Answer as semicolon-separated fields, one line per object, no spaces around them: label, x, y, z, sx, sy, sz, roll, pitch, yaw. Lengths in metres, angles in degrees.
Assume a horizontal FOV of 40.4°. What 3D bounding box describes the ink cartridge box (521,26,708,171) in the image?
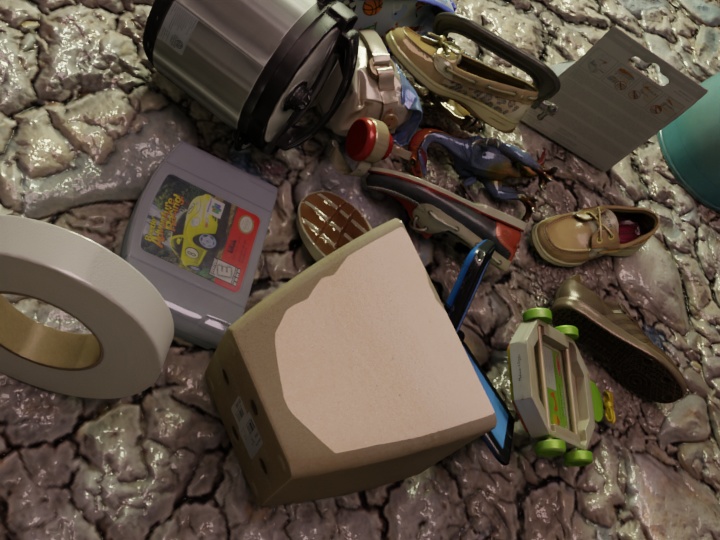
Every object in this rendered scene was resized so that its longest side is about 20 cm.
ink cartridge box;0.324;-0.229;1.277;0.159;0.200;0.048;28;52;-16

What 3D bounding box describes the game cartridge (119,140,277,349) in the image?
game cartridge;-0.163;-0.030;0.964;0.132;0.041;0.202;22;54;-15

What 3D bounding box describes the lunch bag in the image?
lunch bag;0.009;-0.360;1.204;0.198;0.124;0.172;-12;69;-29

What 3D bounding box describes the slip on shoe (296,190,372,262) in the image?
slip on shoe;0.000;0.000;1.037;0.076;0.061;0.200;-34;66;-28

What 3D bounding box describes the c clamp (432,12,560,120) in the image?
c clamp;0.167;-0.247;1.206;0.198;0.171;0.027;32;85;-7

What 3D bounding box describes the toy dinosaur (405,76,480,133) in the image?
toy dinosaur;0.097;-0.232;1.238;0.100;0.058;0.201;24;34;-26

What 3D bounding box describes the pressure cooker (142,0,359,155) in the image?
pressure cooker;-0.103;-0.227;1.013;0.199;0.176;0.179;36;70;3

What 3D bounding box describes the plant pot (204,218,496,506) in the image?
plant pot;-0.029;0.103;0.880;0.175;0.200;0.202;-18;74;-26

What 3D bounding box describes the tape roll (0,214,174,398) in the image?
tape roll;-0.246;0.034;0.765;0.201;0.203;0.037;26;53;-17

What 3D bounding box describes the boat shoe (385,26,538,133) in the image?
boat shoe;0.118;-0.235;1.144;0.198;0.063;0.074;25;33;-26

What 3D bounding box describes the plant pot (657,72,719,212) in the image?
plant pot;0.575;-0.218;1.439;0.198;0.188;0.203;15;56;-24

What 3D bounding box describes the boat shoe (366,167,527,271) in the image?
boat shoe;0.093;-0.063;1.125;0.198;0.071;0.063;22;96;-7

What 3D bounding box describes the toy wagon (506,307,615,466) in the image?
toy wagon;0.226;0.137;1.086;0.199;0.039;0.157;28;54;-48

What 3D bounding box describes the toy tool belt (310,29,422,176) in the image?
toy tool belt;0.021;-0.185;1.105;0.122;0.125;0.201;11;39;-35

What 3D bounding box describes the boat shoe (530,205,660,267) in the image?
boat shoe;0.303;-0.054;1.251;0.198;0.066;0.075;-10;69;-36

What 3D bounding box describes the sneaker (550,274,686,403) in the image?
sneaker;0.321;0.078;1.186;0.199;0.070;0.076;38;49;-9

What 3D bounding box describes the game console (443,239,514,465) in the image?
game console;0.135;0.073;0.983;0.117;0.173;0.200;25;8;7

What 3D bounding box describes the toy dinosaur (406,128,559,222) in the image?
toy dinosaur;0.143;-0.127;1.211;0.180;0.106;0.200;28;18;-4
